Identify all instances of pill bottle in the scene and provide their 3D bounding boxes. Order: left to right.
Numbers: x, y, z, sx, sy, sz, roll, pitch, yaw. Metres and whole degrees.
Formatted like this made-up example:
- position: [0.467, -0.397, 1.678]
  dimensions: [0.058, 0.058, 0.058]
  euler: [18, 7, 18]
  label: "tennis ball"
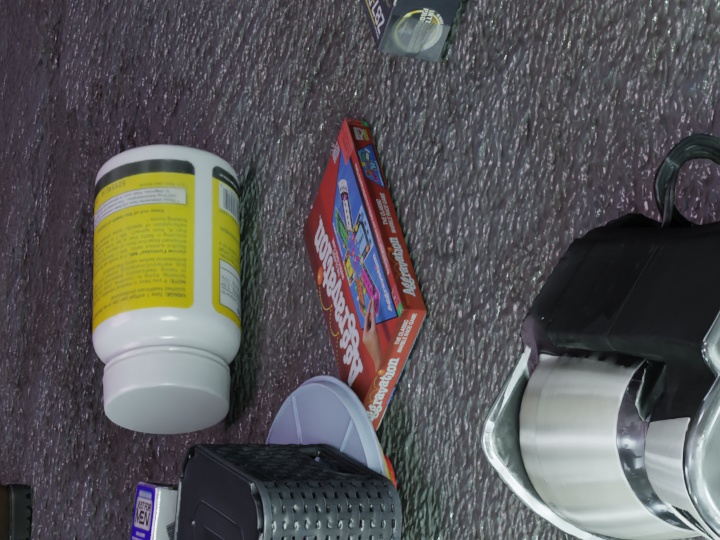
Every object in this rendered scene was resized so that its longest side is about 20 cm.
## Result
- position: [-0.148, 0.015, 1.907]
  dimensions: [0.114, 0.114, 0.200]
  euler: [130, 143, -57]
  label: "pill bottle"

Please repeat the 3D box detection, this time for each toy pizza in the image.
- position: [-0.018, 0.167, 1.591]
  dimensions: [0.200, 0.032, 0.201]
  euler: [-178, 90, -65]
  label: "toy pizza"

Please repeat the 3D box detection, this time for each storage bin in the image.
- position: [-0.052, 0.213, 1.515]
  dimensions: [0.135, 0.094, 0.201]
  euler: [-158, 71, -63]
  label: "storage bin"

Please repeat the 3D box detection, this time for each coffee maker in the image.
- position: [0.153, 0.027, 1.023]
  dimensions: [0.200, 0.134, 0.193]
  euler: [174, 104, -69]
  label: "coffee maker"

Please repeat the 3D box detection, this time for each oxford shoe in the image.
- position: [-0.379, 0.310, 2.496]
  dimensions: [0.073, 0.084, 0.200]
  euler: [132, 140, -56]
  label: "oxford shoe"

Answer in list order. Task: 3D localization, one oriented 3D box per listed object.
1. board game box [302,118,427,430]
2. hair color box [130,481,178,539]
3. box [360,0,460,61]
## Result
- position: [0.000, 0.000, 1.638]
  dimensions: [0.200, 0.019, 0.103]
  euler: [-106, 29, -49]
  label: "board game box"
- position: [-0.107, 0.250, 1.708]
  dimensions: [0.065, 0.109, 0.201]
  euler: [180, 98, -72]
  label: "hair color box"
- position: [0.035, -0.256, 1.593]
  dimensions: [0.200, 0.049, 0.161]
  euler: [-107, 33, -50]
  label: "box"
